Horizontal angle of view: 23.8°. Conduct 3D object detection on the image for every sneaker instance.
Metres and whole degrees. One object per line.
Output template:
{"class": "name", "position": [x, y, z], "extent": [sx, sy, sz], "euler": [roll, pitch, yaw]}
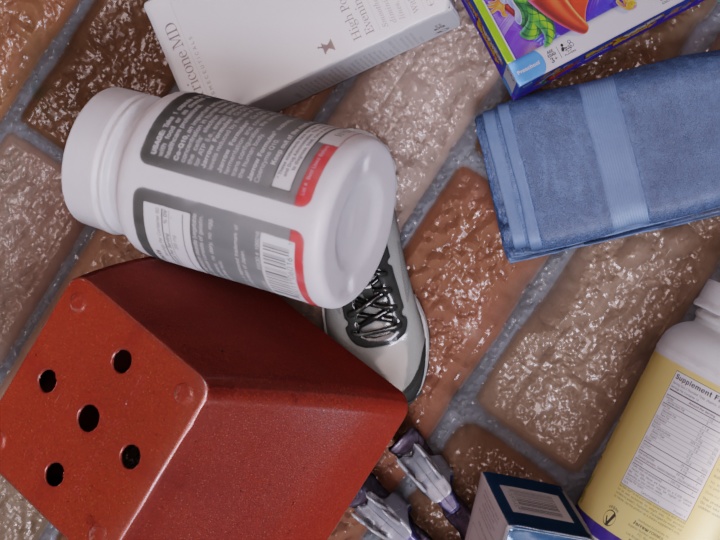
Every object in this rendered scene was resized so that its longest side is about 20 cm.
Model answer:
{"class": "sneaker", "position": [0.000, 0.000, 1.187], "extent": [0.073, 0.079, 0.202], "euler": [-12, 88, 7]}

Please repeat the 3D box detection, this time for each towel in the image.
{"class": "towel", "position": [0.184, -0.081, 1.172], "extent": [0.198, 0.049, 0.113], "euler": [-13, 83, 10]}

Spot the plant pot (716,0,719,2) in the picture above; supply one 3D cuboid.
{"class": "plant pot", "position": [0.342, -0.257, 1.092], "extent": [0.140, 0.141, 0.201], "euler": [20, 77, -12]}

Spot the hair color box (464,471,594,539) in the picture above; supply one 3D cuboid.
{"class": "hair color box", "position": [0.090, 0.243, 1.100], "extent": [0.060, 0.100, 0.202], "euler": [11, 102, -8]}

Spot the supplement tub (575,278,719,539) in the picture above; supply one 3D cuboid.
{"class": "supplement tub", "position": [0.236, 0.122, 1.110], "extent": [0.145, 0.145, 0.201], "euler": [27, 93, 9]}

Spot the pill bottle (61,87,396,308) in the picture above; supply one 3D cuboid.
{"class": "pill bottle", "position": [-0.087, -0.054, 1.120], "extent": [0.199, 0.114, 0.115], "euler": [16, 92, 23]}

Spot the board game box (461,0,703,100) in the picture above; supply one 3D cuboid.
{"class": "board game box", "position": [0.162, -0.224, 1.163], "extent": [0.199, 0.045, 0.135], "euler": [-28, 84, -3]}

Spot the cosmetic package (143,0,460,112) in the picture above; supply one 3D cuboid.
{"class": "cosmetic package", "position": [-0.040, -0.180, 1.201], "extent": [0.199, 0.074, 0.102], "euler": [-25, 84, 7]}

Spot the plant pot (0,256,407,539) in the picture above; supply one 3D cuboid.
{"class": "plant pot", "position": [-0.126, 0.106, 1.122], "extent": [0.200, 0.176, 0.201], "euler": [36, 99, 29]}

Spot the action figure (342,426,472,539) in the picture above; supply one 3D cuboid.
{"class": "action figure", "position": [0.078, 0.206, 1.175], "extent": [0.200, 0.069, 0.130], "euler": [44, 91, 5]}
